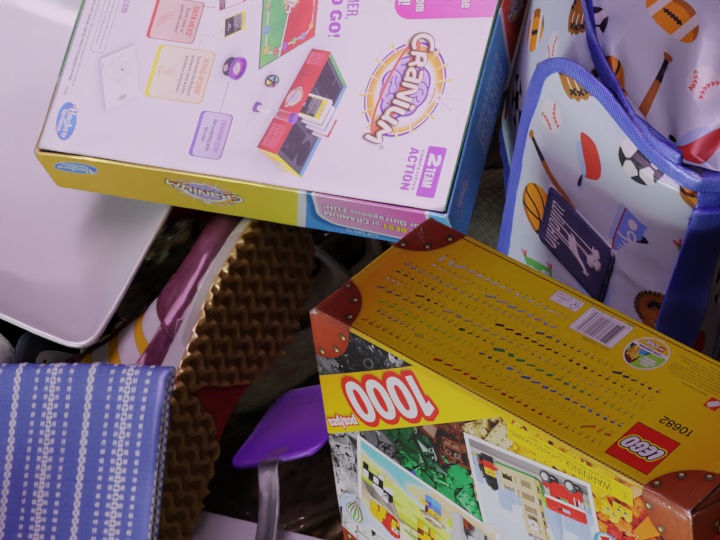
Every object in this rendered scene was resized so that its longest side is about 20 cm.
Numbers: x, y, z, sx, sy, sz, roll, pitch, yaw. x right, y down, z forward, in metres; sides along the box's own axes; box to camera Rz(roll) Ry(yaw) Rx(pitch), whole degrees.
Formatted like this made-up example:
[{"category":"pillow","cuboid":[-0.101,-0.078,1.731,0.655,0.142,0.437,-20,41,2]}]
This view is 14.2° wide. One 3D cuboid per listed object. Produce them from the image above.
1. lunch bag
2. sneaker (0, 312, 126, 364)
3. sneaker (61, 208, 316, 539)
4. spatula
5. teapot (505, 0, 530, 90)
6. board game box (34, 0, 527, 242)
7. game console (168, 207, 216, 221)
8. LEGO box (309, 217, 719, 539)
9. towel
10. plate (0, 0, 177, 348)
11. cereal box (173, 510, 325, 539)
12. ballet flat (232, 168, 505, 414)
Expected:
[{"category":"lunch bag","cuboid":[0.125,-0.053,1.290,0.123,0.171,0.201,2,48,-7]},{"category":"sneaker","cuboid":[-0.185,0.076,1.382,0.079,0.130,0.199,21,62,42]},{"category":"sneaker","cuboid":[-0.096,0.041,1.341,0.090,0.075,0.201,11,63,36]},{"category":"spatula","cuboid":[-0.045,0.120,1.285,0.056,0.021,0.201,-14,41,34]},{"category":"teapot","cuboid":[0.016,-0.184,1.457,0.199,0.197,0.147,23,103,8]},{"category":"board game box","cuboid":[-0.033,-0.098,1.326,0.199,0.040,0.154,10,69,16]},{"category":"game console","cuboid":[-0.146,-0.111,1.473,0.176,0.031,0.201,2,54,-18]},{"category":"LEGO box","cuboid":[0.082,0.089,1.181,0.199,0.150,0.077,27,50,36]},{"category":"towel","cuboid":[-0.166,0.114,1.308,0.199,0.024,0.146,-1,80,35]},{"category":"plate","cuboid":[-0.163,-0.066,1.385,0.199,0.032,0.200,20,64,20]},{"category":"cereal box","cuboid":[-0.088,0.175,1.299,0.199,0.040,0.144,9,53,35]},{"category":"ballet flat","cuboid":[0.000,0.000,1.402,0.199,0.062,0.067,-34,42,-5]}]
